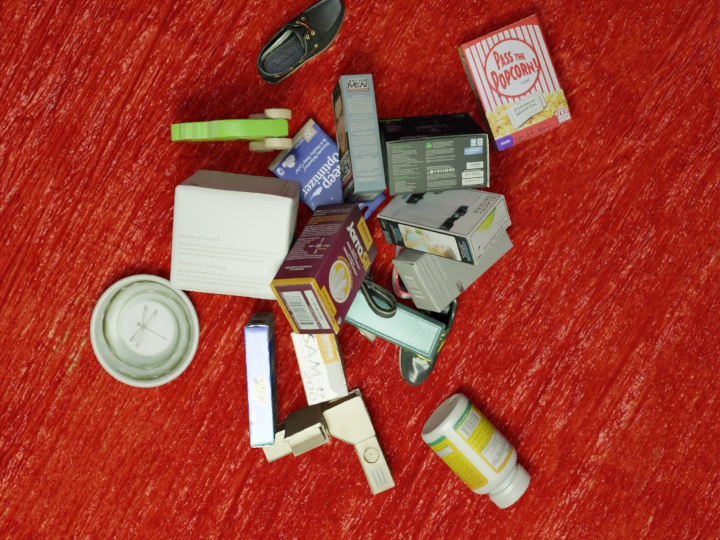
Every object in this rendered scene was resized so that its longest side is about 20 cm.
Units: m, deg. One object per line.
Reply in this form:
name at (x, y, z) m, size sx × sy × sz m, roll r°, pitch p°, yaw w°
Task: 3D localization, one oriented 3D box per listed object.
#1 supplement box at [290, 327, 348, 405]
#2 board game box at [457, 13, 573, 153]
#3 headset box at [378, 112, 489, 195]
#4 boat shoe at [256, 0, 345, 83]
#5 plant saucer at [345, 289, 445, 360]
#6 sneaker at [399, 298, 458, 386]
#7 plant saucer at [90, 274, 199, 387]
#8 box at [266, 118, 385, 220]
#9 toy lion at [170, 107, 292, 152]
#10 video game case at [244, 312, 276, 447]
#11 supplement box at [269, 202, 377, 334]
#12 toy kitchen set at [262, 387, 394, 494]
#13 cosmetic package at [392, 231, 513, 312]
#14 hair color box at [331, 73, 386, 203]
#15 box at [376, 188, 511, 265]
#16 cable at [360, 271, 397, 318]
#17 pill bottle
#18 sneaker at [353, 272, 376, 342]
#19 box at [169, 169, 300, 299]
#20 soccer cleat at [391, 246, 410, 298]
supplement box at (-0.071, 0.146, 1.508) m, size 0.072 × 0.200 × 0.129 m, roll -14°, pitch 94°, yaw -1°
board game box at (0.280, -0.337, 1.564) m, size 0.149 × 0.046 × 0.204 m, roll -22°, pitch 94°, yaw 0°
headset box at (0.122, -0.207, 1.497) m, size 0.170 × 0.201 × 0.095 m, roll -5°, pitch 111°, yaw -1°
boat shoe at (-0.104, -0.415, 1.539) m, size 0.201 × 0.063 × 0.074 m, roll -42°, pitch 92°, yaw 0°
plant saucer at (0.049, 0.088, 1.524) m, size 0.196 × 0.019 × 0.071 m, roll 24°, pitch 95°, yaw 2°
sneaker at (0.123, 0.115, 1.570) m, size 0.073 × 0.085 × 0.204 m, roll 19°, pitch 93°, yaw -2°
plant saucer at (-0.388, 0.108, 1.569) m, size 0.195 × 0.050 × 0.205 m, roll 0°, pitch 94°, yaw -1°
box at (-0.059, -0.163, 1.572) m, size 0.200 × 0.032 × 0.121 m, roll 43°, pitch 91°, yaw -5°
toy lion at (-0.229, -0.240, 1.483) m, size 0.187 × 0.199 × 0.070 m, roll -3°, pitch 96°, yaw -21°
video game case at (-0.172, 0.186, 1.516) m, size 0.044 × 0.181 × 0.205 m, roll -3°, pitch 94°, yaw -2°
supplement box at (-0.055, -0.005, 1.412) m, size 0.084 × 0.202 × 0.112 m, roll -3°, pitch 131°, yaw 30°
toy kitchen set at (-0.059, 0.342, 1.540) m, size 0.196 × 0.163 × 0.184 m, roll -23°, pitch 95°, yaw 0°
cosmetic package at (0.164, -0.030, 1.521) m, size 0.199 × 0.090 × 0.108 m, roll -40°, pitch 111°, yaw -19°
hair color box at (-0.005, -0.229, 1.512) m, size 0.059 × 0.099 × 0.205 m, roll -5°, pitch 82°, yaw -13°
box at (0.139, -0.086, 1.449) m, size 0.117 × 0.198 × 0.061 m, roll -45°, pitch 132°, yaw -28°
cable at (0.000, 0.000, 1.517) m, size 0.095 × 0.202 × 0.051 m, roll -4°, pitch 134°, yaw -23°
pill bottle at (0.215, 0.333, 1.575) m, size 0.113 × 0.113 × 0.200 m, roll -45°, pitch 94°, yaw 1°
sneaker at (-0.017, 0.030, 1.573) m, size 0.090 × 0.067 × 0.200 m, roll -44°, pitch 96°, yaw -5°
box at (-0.209, -0.067, 1.476) m, size 0.195 × 0.199 × 0.176 m, roll 5°, pitch 104°, yaw -1°
soccer cleat at (0.091, -0.050, 1.562) m, size 0.065 × 0.076 × 0.205 m, roll 6°, pitch 94°, yaw -2°
